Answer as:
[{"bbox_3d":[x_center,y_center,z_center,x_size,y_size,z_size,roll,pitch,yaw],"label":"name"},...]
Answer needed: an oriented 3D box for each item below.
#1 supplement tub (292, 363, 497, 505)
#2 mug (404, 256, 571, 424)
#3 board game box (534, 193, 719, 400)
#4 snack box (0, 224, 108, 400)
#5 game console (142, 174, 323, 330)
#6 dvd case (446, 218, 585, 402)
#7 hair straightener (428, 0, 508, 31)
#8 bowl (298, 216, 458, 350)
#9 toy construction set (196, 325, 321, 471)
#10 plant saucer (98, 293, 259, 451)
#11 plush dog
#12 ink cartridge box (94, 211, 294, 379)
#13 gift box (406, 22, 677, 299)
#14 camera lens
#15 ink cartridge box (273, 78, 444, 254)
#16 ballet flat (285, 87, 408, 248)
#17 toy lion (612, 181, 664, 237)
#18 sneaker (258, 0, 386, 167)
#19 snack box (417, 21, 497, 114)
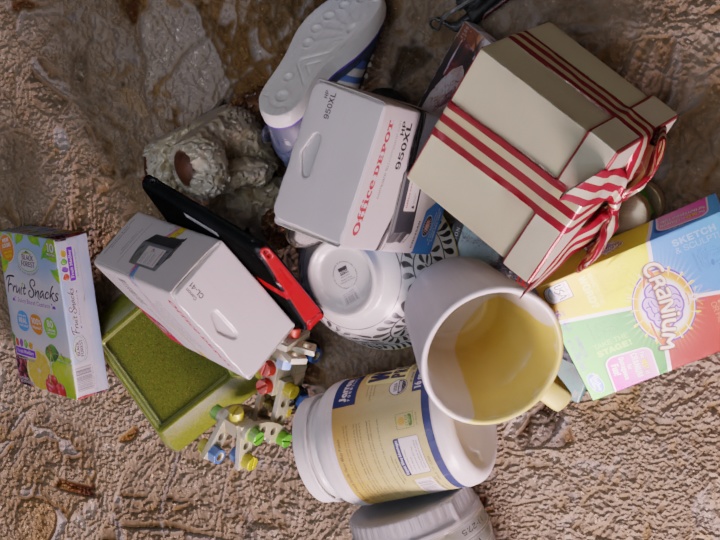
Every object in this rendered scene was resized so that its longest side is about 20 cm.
[{"bbox_3d":[0.038,0.183,1.542,0.199,0.144,0.145,-15,97,25],"label":"supplement tub"},{"bbox_3d":[0.119,0.074,1.437,0.149,0.153,0.188,-23,116,-5],"label":"mug"},{"bbox_3d":[0.296,0.030,1.402,0.199,0.040,0.154,-24,115,16],"label":"board game box"},{"bbox_3d":[-0.383,0.050,1.715,0.142,0.053,0.202,8,107,45],"label":"snack box"},{"bbox_3d":[-0.136,-0.020,1.503,0.199,0.177,0.031,29,71,34],"label":"game console"},{"bbox_3d":[0.174,0.041,1.516,0.199,0.022,0.147,25,112,18],"label":"dvd case"},{"bbox_3d":[0.144,-0.303,1.412,0.199,0.077,0.041,-28,73,29],"label":"hair straightener"},{"bbox_3d":[0.000,0.000,1.529,0.199,0.094,0.202,6,103,29],"label":"bowl"},{"bbox_3d":[-0.107,0.132,1.593,0.092,0.131,0.201,42,121,26],"label":"toy construction set"},{"bbox_3d":[-0.230,0.102,1.692,0.199,0.048,0.201,-38,87,26],"label":"plant saucer"},{"bbox_3d":[-0.134,-0.097,1.560,0.173,0.160,0.200,62,159,-15],"label":"plush dog"},{"bbox_3d":[-0.185,0.025,1.524,0.199,0.086,0.148,17,152,53],"label":"ink cartridge box"},{"bbox_3d":[0.172,-0.101,1.315,0.186,0.200,0.185,39,129,14],"label":"gift box"},{"bbox_3d":[0.086,0.351,1.556,0.159,0.160,0.201,-17,96,26],"label":"camera lens"},{"bbox_3d":[0.015,-0.097,1.364,0.084,0.200,0.146,22,99,27],"label":"ink cartridge box"},{"bbox_3d":[-0.014,-0.107,1.483,0.066,0.057,0.200,38,89,-33],"label":"ballet flat"},{"bbox_3d":[0.196,-0.114,1.450,0.191,0.069,0.201,-20,95,33],"label":"toy lion"},{"bbox_3d":[-0.026,-0.195,1.517,0.080,0.147,0.201,24,68,32],"label":"sneaker"},{"bbox_3d":[0.090,-0.158,1.462,0.072,0.024,0.201,46,117,36],"label":"snack box"}]
